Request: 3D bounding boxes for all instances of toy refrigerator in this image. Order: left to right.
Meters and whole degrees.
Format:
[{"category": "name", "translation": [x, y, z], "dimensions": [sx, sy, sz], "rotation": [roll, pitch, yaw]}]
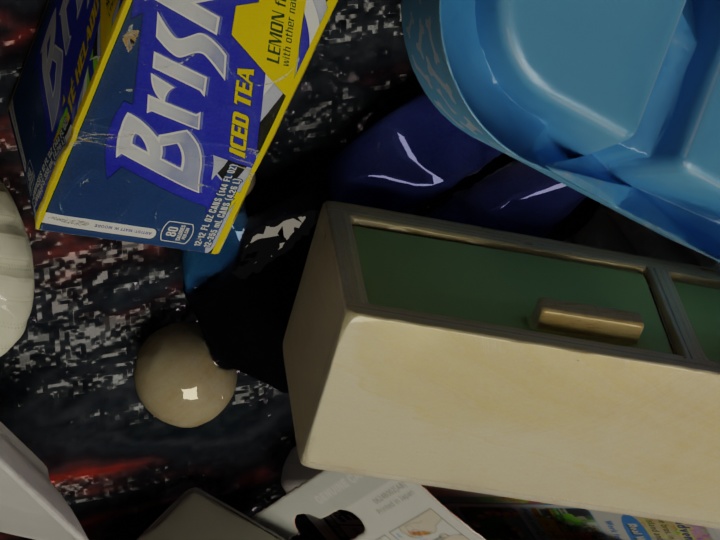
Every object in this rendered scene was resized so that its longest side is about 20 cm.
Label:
[{"category": "toy refrigerator", "translation": [0.079, 0.034, 0.758], "dimensions": [0.199, 0.076, 0.070], "rotation": [10, 119, -13]}]

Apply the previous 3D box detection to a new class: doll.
[{"category": "doll", "translation": [0.000, 0.000, 0.800], "dimensions": [0.200, 0.049, 0.137], "rotation": [-33, 116, 15]}]

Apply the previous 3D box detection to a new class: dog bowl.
[{"category": "dog bowl", "translation": [0.099, -0.070, 0.736], "dimensions": [0.199, 0.050, 0.112], "rotation": [25, 83, -27]}]

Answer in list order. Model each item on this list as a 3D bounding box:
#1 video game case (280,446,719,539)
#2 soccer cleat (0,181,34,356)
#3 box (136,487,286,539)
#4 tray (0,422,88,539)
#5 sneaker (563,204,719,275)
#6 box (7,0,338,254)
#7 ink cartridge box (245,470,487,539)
[{"category": "video game case", "translation": [0.088, 0.131, 0.912], "dimensions": [0.181, 0.024, 0.200], "rotation": [-3, 144, 28]}, {"category": "soccer cleat", "translation": [-0.152, -0.028, 0.704], "dimensions": [0.069, 0.078, 0.200], "rotation": [-16, 135, -4]}, {"category": "box", "translation": [-0.066, 0.192, 0.924], "dimensions": [0.082, 0.068, 0.200], "rotation": [-46, 151, -35]}, {"category": "tray", "translation": [-0.179, 0.033, 0.762], "dimensions": [0.107, 0.022, 0.200], "rotation": [8, 149, 36]}, {"category": "sneaker", "translation": [0.121, 0.003, 0.845], "dimensions": [0.200, 0.075, 0.081], "rotation": [-33, 148, 15]}, {"category": "box", "translation": [-0.046, -0.102, 0.682], "dimensions": [0.070, 0.064, 0.200], "rotation": [8, 128, -27]}, {"category": "ink cartridge box", "translation": [0.053, 0.139, 0.892], "dimensions": [0.200, 0.047, 0.160], "rotation": [39, 145, -9]}]
